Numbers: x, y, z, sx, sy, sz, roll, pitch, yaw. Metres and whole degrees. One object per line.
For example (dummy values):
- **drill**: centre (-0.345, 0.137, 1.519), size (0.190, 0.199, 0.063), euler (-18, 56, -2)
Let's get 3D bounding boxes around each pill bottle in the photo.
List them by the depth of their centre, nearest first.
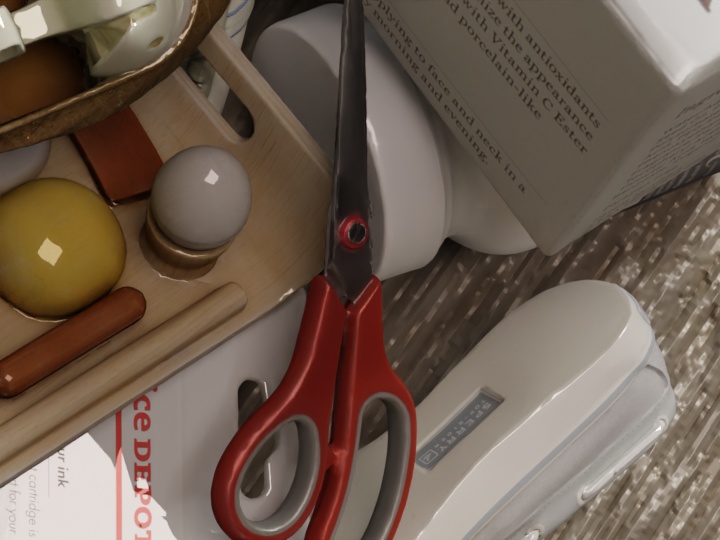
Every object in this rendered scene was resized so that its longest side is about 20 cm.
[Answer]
- **pill bottle**: centre (0.070, -0.074, 0.981), size (0.200, 0.116, 0.116), euler (-22, 86, -22)

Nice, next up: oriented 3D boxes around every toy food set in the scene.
- **toy food set**: centre (-0.114, -0.021, 0.865), size (0.200, 0.060, 0.144), euler (-33, 77, -31)

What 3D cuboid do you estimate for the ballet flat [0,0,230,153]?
- **ballet flat**: centre (-0.107, -0.069, 0.824), size (0.200, 0.072, 0.068), euler (-25, 94, -27)

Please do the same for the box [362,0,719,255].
- **box**: centre (0.091, -0.149, 0.882), size (0.200, 0.131, 0.199), euler (-31, 79, -24)

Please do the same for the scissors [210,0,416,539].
- **scissors**: centre (0.000, 0.000, 0.889), size (0.073, 0.014, 0.200), euler (12, 91, -34)

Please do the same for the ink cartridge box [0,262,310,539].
- **ink cartridge box**: centre (-0.121, 0.058, 0.910), size (0.200, 0.068, 0.116), euler (3, 77, -18)

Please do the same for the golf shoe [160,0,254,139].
- **golf shoe**: centre (-0.044, -0.124, 0.976), size (0.097, 0.078, 0.200), euler (8, 92, -49)

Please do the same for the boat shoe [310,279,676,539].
- **boat shoe**: centre (0.027, 0.088, 0.961), size (0.200, 0.072, 0.069), euler (-44, 125, -16)
